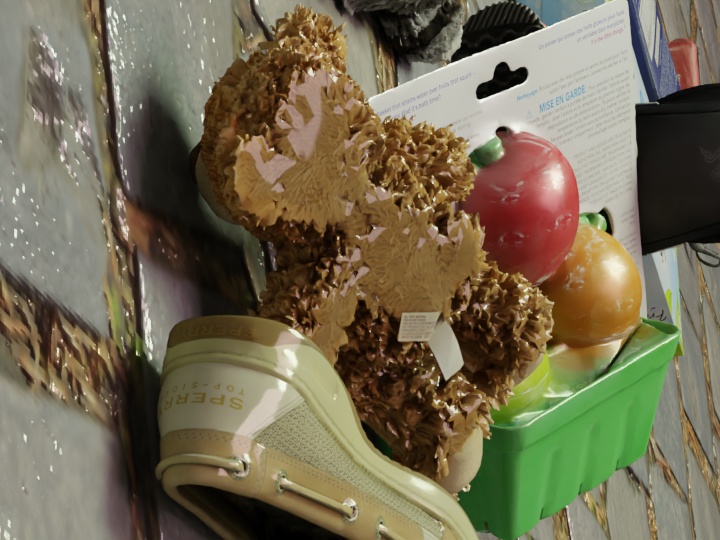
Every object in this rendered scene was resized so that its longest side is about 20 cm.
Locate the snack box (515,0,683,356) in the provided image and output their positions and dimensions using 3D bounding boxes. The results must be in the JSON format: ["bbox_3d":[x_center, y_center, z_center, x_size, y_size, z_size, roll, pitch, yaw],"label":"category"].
[{"bbox_3d":[0.151,-0.066,1.519,0.169,0.067,0.201,-86,161,-44],"label":"snack box"}]

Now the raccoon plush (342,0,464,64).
[{"bbox_3d":[0.058,-0.173,1.124,0.200,0.133,0.097,27,52,-71],"label":"raccoon plush"}]

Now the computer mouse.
[{"bbox_3d":[0.110,-0.011,1.110,0.046,0.199,0.141,-17,103,-67],"label":"computer mouse"}]

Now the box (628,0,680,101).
[{"bbox_3d":[0.224,-0.181,1.922,0.121,0.032,0.201,-76,150,-56],"label":"box"}]

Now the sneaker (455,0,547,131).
[{"bbox_3d":[0.107,-0.047,1.334,0.093,0.070,0.201,10,67,-67],"label":"sneaker"}]

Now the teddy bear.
[{"bbox_3d":[0.000,0.000,0.878,0.200,0.067,0.146,33,75,-41],"label":"teddy bear"}]

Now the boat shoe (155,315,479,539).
[{"bbox_3d":[-0.013,0.092,0.820,0.201,0.073,0.063,59,36,-49],"label":"boat shoe"}]

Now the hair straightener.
[{"bbox_3d":[0.297,-0.102,2.115,0.077,0.041,0.201,1,78,-74],"label":"hair straightener"}]

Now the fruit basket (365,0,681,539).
[{"bbox_3d":[0.061,0.001,1.018,0.185,0.093,0.201,-26,113,-45],"label":"fruit basket"}]
